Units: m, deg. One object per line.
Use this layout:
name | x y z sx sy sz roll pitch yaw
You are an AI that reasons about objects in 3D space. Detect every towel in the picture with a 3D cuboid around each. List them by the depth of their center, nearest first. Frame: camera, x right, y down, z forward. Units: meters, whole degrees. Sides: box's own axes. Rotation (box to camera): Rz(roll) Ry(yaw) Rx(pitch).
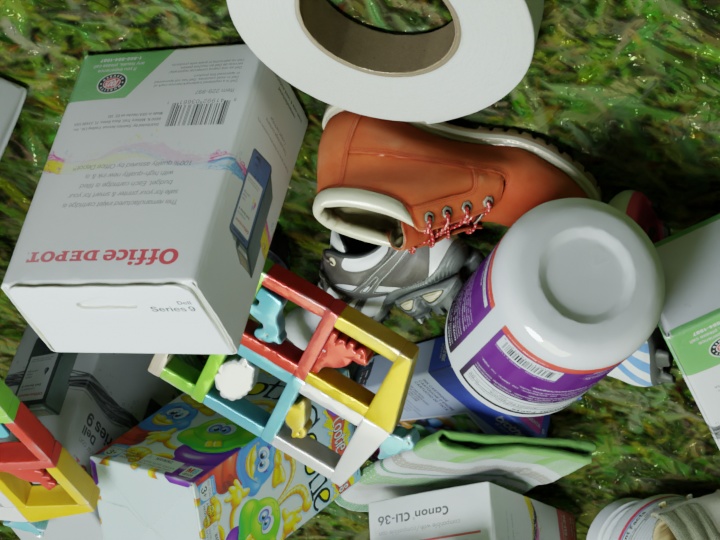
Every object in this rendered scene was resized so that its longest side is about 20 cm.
towel | 0.081 0.168 1.766 0.149 0.031 0.200 5 161 -24

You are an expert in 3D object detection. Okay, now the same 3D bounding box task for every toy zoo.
toy zoo | -0.277 0.133 1.579 0.131 0.020 0.200 -5 142 25
toy zoo | -0.045 0.073 1.590 0.200 0.020 0.131 30 123 4

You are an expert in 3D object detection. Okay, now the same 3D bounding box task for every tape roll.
tape roll | 0.015 -0.170 1.368 0.203 0.037 0.203 11 145 8

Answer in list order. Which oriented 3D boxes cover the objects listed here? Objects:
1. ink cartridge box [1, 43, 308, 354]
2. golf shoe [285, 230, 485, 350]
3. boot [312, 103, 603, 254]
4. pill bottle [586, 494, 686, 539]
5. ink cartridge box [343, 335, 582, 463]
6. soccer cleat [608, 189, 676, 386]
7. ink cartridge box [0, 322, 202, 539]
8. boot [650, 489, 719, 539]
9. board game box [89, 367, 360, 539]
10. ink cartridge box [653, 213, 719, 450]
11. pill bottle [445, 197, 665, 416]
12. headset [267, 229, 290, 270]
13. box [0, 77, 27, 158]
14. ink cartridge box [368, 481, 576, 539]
ink cartridge box | -0.135 -0.047 1.458 0.145 0.200 0.088 -1 143 23
golf shoe | 0.000 0.000 1.601 0.200 0.078 0.095 -26 111 42
boot | 0.063 -0.046 1.466 0.200 0.107 0.075 16 143 -4
pill bottle | 0.265 0.239 1.737 0.109 0.109 0.200 33 171 -23
ink cartridge box | 0.064 0.107 1.745 0.200 0.042 0.119 -20 133 39
soccer cleat | 0.176 0.017 1.541 0.086 0.070 0.200 8 144 21
ink cartridge box | -0.213 0.117 1.724 0.084 0.200 0.146 -2 142 25
boot | 0.287 0.173 1.601 0.155 0.200 0.072 -20 99 0
board game box | -0.101 0.153 1.694 0.105 0.200 0.103 11 119 33
ink cartridge box | 0.287 0.046 1.478 0.146 0.084 0.200 -25 136 7
pill bottle | 0.122 0.032 1.450 0.112 0.113 0.200 19 161 -5
headset | -0.152 0.001 1.630 0.200 0.094 0.124 10 147 -11
box | -0.350 -0.033 1.567 0.131 0.200 0.199 24 145 -10
ink cartridge box | 0.086 0.223 1.788 0.116 0.068 0.200 -14 158 27
